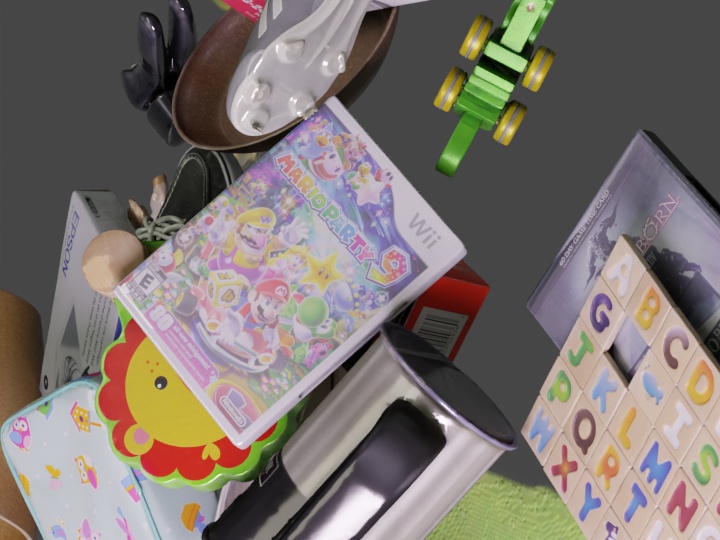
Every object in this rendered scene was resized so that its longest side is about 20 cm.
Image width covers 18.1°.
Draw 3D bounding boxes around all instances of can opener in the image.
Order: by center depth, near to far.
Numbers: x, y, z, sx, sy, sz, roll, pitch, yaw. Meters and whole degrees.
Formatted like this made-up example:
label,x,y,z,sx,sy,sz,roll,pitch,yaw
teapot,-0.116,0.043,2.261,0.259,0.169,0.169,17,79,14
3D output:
label,x,y,z,sx,sy,sz,roll,pitch,yaw
can opener,-0.149,-0.168,1.779,0.079,0.063,0.200,45,161,11

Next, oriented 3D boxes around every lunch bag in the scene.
label,x,y,z,sx,sy,sz,roll,pitch,yaw
lunch bag,-0.184,0.172,1.712,0.160,0.077,0.201,-28,85,47

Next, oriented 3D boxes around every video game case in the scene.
label,x,y,z,sx,sy,sz,roll,pitch,yaw
video game case,0.188,0.026,1.390,0.143,0.019,0.200,-58,42,22
video game case,-0.048,0.000,1.505,0.200,0.018,0.143,-41,71,0

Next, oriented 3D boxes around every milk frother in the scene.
label,x,y,z,sx,sy,sz,roll,pitch,yaw
milk frother,0.032,0.177,1.455,0.188,0.200,0.181,-49,16,11

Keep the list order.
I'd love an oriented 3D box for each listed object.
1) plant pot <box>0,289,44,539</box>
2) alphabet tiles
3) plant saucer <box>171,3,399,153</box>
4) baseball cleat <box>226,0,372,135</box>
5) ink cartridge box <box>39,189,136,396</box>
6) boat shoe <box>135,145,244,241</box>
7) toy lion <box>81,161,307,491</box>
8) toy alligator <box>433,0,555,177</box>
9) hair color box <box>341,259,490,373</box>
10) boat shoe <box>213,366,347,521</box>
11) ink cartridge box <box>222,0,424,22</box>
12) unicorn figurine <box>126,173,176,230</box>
label,x,y,z,sx,sy,sz,roll,pitch,yaw
plant pot,-0.341,0.120,1.916,0.186,0.186,0.201,-18,52,47
alphabet tiles,0.171,0.106,1.365,0.201,0.007,0.168,60,138,41
plant saucer,-0.048,-0.154,1.672,0.199,0.037,0.201,-25,37,21
baseball cleat,-0.036,-0.187,1.525,0.200,0.070,0.106,-52,46,6
ink cartridge box,-0.199,0.070,1.788,0.200,0.040,0.201,53,137,49
boat shoe,-0.132,-0.010,1.653,0.073,0.068,0.201,-12,61,39
toy lion,-0.093,0.046,1.547,0.199,0.069,0.193,-24,71,6
toy alligator,0.103,-0.155,1.525,0.201,0.059,0.054,-63,0,17
hair color box,0.000,0.000,1.597,0.200,0.061,0.102,45,115,48
boat shoe,-0.064,0.130,1.634,0.072,0.065,0.201,27,101,51
ink cartridge box,-0.004,-0.264,1.620,0.199,0.083,0.146,-4,66,39
unicorn figurine,-0.117,-0.006,1.747,0.200,0.073,0.139,-178,89,-64
